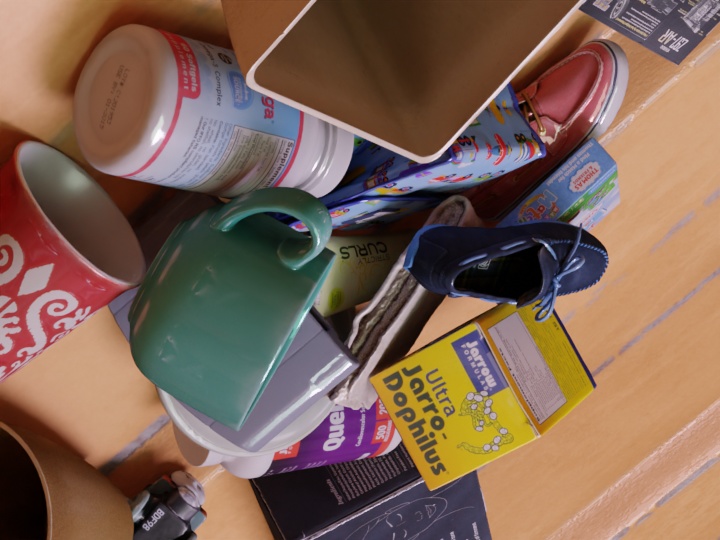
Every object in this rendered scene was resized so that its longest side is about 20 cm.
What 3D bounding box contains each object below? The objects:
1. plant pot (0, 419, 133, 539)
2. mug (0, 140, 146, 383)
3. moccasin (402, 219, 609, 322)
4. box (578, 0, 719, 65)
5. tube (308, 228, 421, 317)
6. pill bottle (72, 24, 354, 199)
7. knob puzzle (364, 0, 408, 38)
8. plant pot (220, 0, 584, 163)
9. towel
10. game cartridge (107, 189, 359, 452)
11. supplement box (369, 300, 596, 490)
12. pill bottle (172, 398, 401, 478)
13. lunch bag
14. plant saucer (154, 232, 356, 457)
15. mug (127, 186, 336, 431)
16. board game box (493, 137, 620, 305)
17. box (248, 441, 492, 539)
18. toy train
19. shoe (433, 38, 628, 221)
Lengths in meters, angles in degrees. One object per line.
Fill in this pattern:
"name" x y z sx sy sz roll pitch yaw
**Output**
"plant pot" -0.283 0.219 1.606 0.186 0.186 0.200 -44 156 14
"mug" -0.290 0.003 1.394 0.200 0.133 0.178 -39 114 16
"moccasin" 0.126 0.006 1.521 0.200 0.068 0.080 -5 119 -34
"box" 0.261 -0.257 1.525 0.160 0.044 0.200 -47 151 19
"tube" 0.000 0.000 1.595 0.052 0.058 0.200 -47 161 28
"pill bottle" -0.103 -0.109 1.395 0.200 0.109 0.109 10 127 -44
"knob puzzle" 0.062 -0.196 1.474 0.220 0.030 0.220 -32 160 -13
"plant pot" 0.013 -0.224 1.288 0.200 0.177 0.200 20 120 -47
"towel" 0.036 0.030 1.580 0.200 0.034 0.133 -55 168 -1
"game cartridge" -0.113 0.041 1.506 0.133 0.200 0.040 -41 -179 14
"supplement box" 0.108 0.096 1.607 0.110 0.109 0.200 -30 177 22
"pill bottle" -0.063 0.124 1.694 0.200 0.112 0.112 -7 137 -32
"lunch bag" 0.021 -0.084 1.524 0.200 0.094 0.151 -32 167 32
"plant saucer" -0.077 0.063 1.578 0.200 0.050 0.200 -7 102 -33
"mug" -0.096 0.013 1.406 0.185 0.114 0.152 -61 179 4
"board game box" 0.162 -0.037 1.661 0.151 0.037 0.200 -43 170 2
"box" 0.010 0.230 1.863 0.197 0.124 0.200 -28 144 -9
"toy train" -0.221 0.267 1.753 0.200 0.085 0.114 -47 -173 10
"shoe" 0.137 -0.119 1.595 0.091 0.071 0.200 5 135 -48
